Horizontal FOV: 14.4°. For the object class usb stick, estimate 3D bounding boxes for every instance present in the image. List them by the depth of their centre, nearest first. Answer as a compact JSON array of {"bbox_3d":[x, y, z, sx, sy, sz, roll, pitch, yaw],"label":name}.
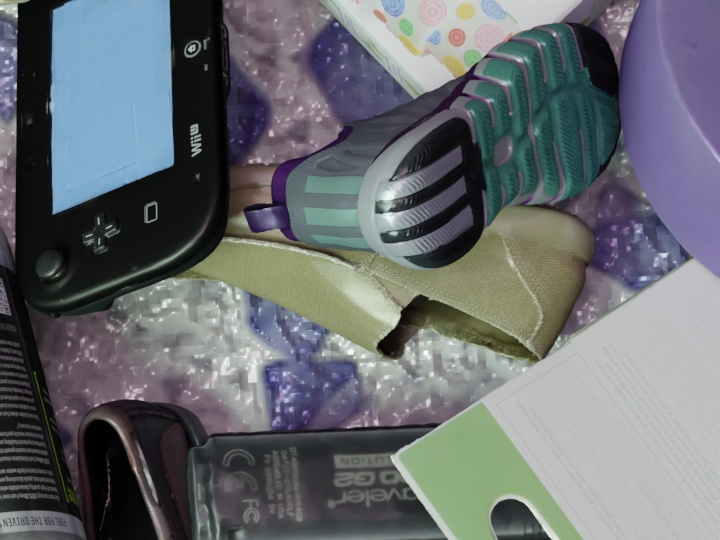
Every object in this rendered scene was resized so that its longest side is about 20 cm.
[{"bbox_3d":[0.027,0.091,1.196,0.199,0.033,0.056,-2,73,-10],"label":"usb stick"}]

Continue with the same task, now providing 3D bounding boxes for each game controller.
[{"bbox_3d":[-0.102,-0.075,1.214,0.104,0.042,0.201,-27,51,31],"label":"game controller"}]

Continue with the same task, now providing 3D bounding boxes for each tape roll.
[{"bbox_3d":[0.212,-0.084,1.191,0.199,0.085,0.201,2,67,-6],"label":"tape roll"}]

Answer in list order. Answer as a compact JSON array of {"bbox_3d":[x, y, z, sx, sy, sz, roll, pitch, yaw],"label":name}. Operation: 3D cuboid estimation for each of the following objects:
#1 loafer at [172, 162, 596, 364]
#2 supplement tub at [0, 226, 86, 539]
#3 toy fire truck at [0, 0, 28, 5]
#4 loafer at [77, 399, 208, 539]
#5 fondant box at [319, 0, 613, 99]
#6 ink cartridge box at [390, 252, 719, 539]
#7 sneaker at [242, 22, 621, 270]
[{"bbox_3d":[0.000,0.000,1.215,0.199,0.076,0.068,4,73,5],"label":"loafer"},{"bbox_3d":[-0.183,0.083,1.178,0.122,0.123,0.201,-17,71,0],"label":"supplement tub"},{"bbox_3d":[-0.168,-0.164,1.241,0.141,0.049,0.200,45,99,22],"label":"toy fire truck"},{"bbox_3d":[-0.090,0.152,1.191,0.072,0.063,0.201,-14,75,23],"label":"loafer"},{"bbox_3d":[0.027,-0.178,1.258,0.144,0.058,0.200,-43,78,-5],"label":"fondant box"},{"bbox_3d":[0.121,0.092,1.166,0.199,0.048,0.146,-31,78,-27],"label":"ink cartridge box"},{"bbox_3d":[0.034,-0.057,1.172,0.087,0.200,0.075,2,107,32],"label":"sneaker"}]
